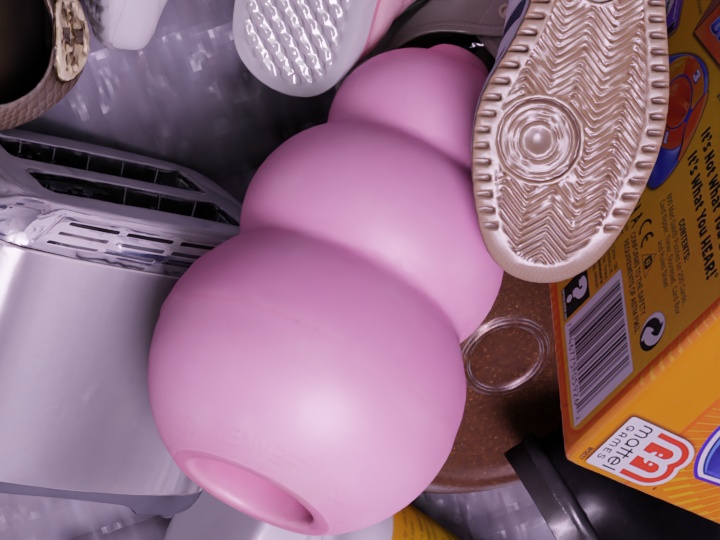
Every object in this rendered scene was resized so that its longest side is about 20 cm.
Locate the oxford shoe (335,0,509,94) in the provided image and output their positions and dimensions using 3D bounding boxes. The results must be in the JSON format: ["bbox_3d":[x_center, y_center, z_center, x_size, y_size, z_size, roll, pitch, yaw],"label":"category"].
[{"bbox_3d":[0.078,-0.115,1.002,0.200,0.058,0.075,-35,112,5],"label":"oxford shoe"}]

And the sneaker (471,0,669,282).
[{"bbox_3d":[0.080,-0.099,0.916,0.070,0.109,0.201,7,97,-3],"label":"sneaker"}]

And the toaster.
[{"bbox_3d":[-0.120,0.021,0.986,0.199,0.114,0.130,11,109,-36],"label":"toaster"}]

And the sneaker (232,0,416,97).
[{"bbox_3d":[0.015,-0.169,0.934,0.075,0.105,0.201,32,129,10],"label":"sneaker"}]

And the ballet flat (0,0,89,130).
[{"bbox_3d":[-0.156,-0.090,0.911,0.046,0.200,0.068,-8,88,27],"label":"ballet flat"}]

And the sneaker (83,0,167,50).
[{"bbox_3d":[-0.060,-0.177,0.949,0.087,0.075,0.201,12,113,-24],"label":"sneaker"}]

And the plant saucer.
[{"bbox_3d":[0.058,0.029,1.043,0.199,0.037,0.201,-9,126,-12],"label":"plant saucer"}]

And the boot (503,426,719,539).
[{"bbox_3d":[0.162,0.073,1.047,0.158,0.080,0.211,-41,154,12],"label":"boot"}]

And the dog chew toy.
[{"bbox_3d":[0.000,0.000,0.929,0.124,0.124,0.201,35,68,-20],"label":"dog chew toy"}]

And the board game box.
[{"bbox_3d":[0.207,-0.025,0.910,0.199,0.201,0.200,23,131,-23],"label":"board game box"}]

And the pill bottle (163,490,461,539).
[{"bbox_3d":[0.008,0.161,1.067,0.200,0.109,0.109,38,102,-28],"label":"pill bottle"}]
